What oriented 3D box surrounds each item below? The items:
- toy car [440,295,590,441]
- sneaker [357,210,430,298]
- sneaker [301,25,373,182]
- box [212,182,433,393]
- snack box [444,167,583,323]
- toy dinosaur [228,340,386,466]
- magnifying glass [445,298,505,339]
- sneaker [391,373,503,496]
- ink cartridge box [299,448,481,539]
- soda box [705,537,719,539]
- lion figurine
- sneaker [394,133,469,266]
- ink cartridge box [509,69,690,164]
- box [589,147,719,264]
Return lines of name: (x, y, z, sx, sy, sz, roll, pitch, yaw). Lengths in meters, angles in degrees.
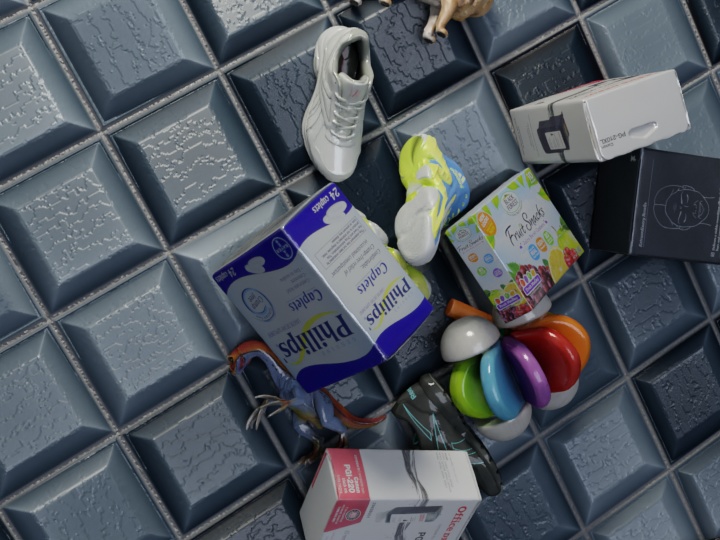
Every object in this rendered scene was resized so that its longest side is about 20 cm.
toy car: (0.216, 0.128, 1.417, 0.200, 0.150, 0.176, -29, 104, -18)
sneaker: (0.000, 0.000, 1.384, 0.200, 0.076, 0.105, 42, 81, -19)
sneaker: (-0.024, -0.212, 1.351, 0.078, 0.099, 0.201, 0, 95, -19)
box: (-0.049, 0.027, 1.297, 0.200, 0.184, 0.105, 51, 52, -8)
snack box: (0.206, -0.037, 1.403, 0.142, 0.053, 0.200, 55, 37, -3)
toy dinosaur: (-0.088, 0.162, 1.396, 0.200, 0.105, 0.182, -27, 95, -49)
magnifying glass: (0.207, 0.087, 1.501, 0.199, 0.022, 0.080, 24, 87, -19)
sneaker: (0.121, 0.236, 1.467, 0.079, 0.075, 0.200, -36, 99, 1)
ink cartridge box: (0.038, 0.308, 1.395, 0.199, 0.085, 0.146, 3, 132, -21)
soda box: (0.513, 0.453, 1.618, 0.199, 0.063, 0.071, -4, 96, -20)
lion figurine: (0.080, -0.374, 1.391, 0.199, 0.072, 0.123, 26, 79, -15)
sneaker: (0.104, -0.083, 1.388, 0.105, 0.076, 0.201, 26, 53, -32)
ink cartridge box: (0.313, -0.201, 1.417, 0.144, 0.200, 0.085, -21, 101, -17)
box: (0.445, -0.090, 1.523, 0.199, 0.107, 0.149, 6, 93, -20)
